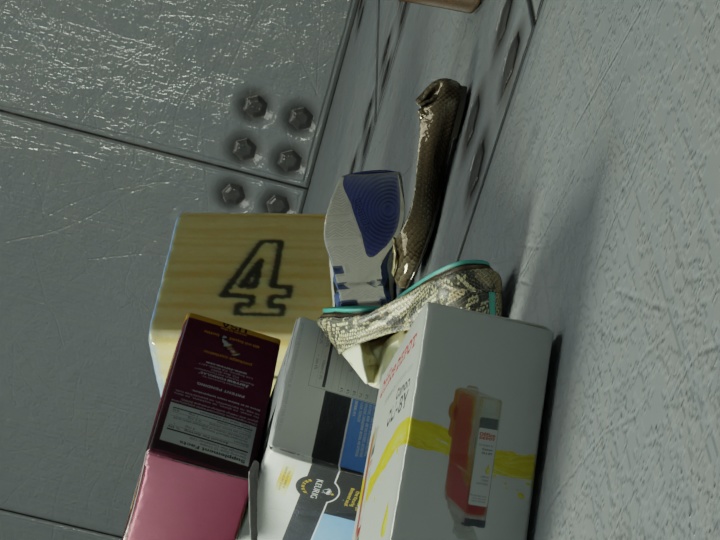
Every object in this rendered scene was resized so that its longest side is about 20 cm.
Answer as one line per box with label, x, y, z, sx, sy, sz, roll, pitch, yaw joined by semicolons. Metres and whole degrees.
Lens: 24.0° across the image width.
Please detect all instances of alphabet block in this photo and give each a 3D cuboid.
alphabet block;-0.107;0.068;1.846;0.197;0.197;0.198;85;-171;-47

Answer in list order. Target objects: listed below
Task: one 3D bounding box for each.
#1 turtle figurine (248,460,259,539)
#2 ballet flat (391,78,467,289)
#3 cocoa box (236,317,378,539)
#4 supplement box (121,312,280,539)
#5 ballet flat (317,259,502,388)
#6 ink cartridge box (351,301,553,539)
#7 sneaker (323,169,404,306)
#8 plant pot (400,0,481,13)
turtle figurine;-0.014;0.230;1.106;0.195;0.142;0.201;-88;9;-46
ballet flat;0.056;-0.083;1.601;0.067;0.046;0.203;-107;31;-80
cocoa box;-0.019;0.160;1.351;0.201;0.130;0.134;111;173;-49
supplement box;-0.125;0.138;1.348;0.201;0.085;0.111;-83;10;-60
ballet flat;0.032;0.048;1.226;0.199;0.067;0.076;-19;72;53
ink cartridge box;0.047;0.140;1.009;0.145;0.082;0.202;117;165;-66
sneaker;0.000;0.001;1.688;0.115;0.079;0.202;-145;56;-85
plant pot;0.037;-0.350;1.656;0.200;0.196;0.203;-167;90;-84
